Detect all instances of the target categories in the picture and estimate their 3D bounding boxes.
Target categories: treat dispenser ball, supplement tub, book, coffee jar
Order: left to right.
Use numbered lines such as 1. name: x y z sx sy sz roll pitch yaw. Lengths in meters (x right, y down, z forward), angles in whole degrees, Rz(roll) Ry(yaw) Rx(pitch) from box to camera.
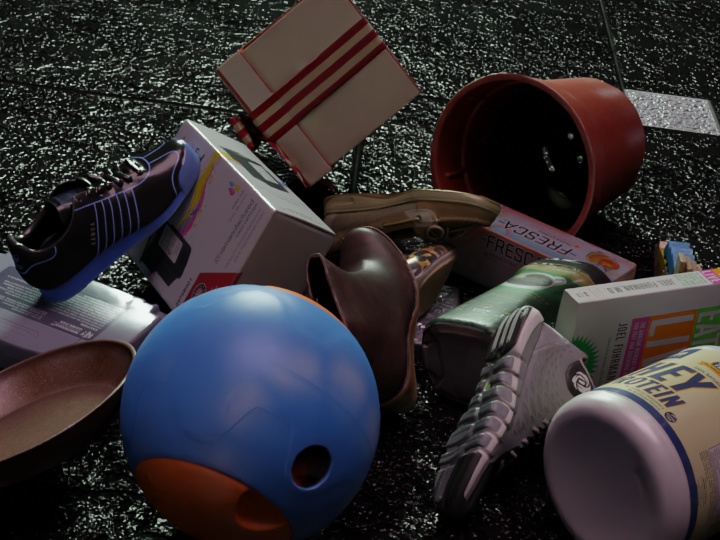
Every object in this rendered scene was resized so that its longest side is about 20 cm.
1. treat dispenser ball: -0.083 0.111 1.139 0.198 0.203 0.201 6 30 -3
2. coffee jar: 0.154 0.054 1.404 0.104 0.086 0.199 8 24 40
3. book: 0.263 0.067 1.367 0.198 0.135 0.048 -8 34 -24
4. supplement tub: 0.264 0.146 1.219 0.199 0.146 0.145 -17 38 -36

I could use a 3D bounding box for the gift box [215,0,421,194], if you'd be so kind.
1. gift box: -0.046 -0.193 1.643 0.201 0.186 0.185 53 6 -5

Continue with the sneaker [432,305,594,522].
1. sneaker: 0.144 0.138 1.250 0.115 0.075 0.201 32 66 -13

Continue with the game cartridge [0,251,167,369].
1. game cartridge: -0.292 0.046 1.371 0.198 0.041 0.133 19 28 19

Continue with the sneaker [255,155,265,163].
1. sneaker: -0.129 -0.080 1.584 0.111 0.078 0.200 -16 37 -33

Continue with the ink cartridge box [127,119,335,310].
1. ink cartridge box: -0.133 -0.030 1.413 0.082 0.147 0.200 21 15 -41

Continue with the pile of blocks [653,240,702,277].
1. pile of blocks: 0.345 0.018 1.523 0.061 0.083 0.201 7 29 -1

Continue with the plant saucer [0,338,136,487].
1. plant saucer: -0.264 0.120 1.187 0.199 0.037 0.201 -20 20 7

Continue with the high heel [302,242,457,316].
1. high heel: 0.000 0.000 1.478 0.142 0.072 0.200 29 44 21

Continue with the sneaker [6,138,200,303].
1. sneaker: -0.234 -0.061 1.366 0.200 0.078 0.070 -46 45 -14

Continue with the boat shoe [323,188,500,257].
1. boat shoe: 0.050 -0.046 1.526 0.199 0.064 0.073 0 -7 26

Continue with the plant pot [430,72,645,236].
1. plant pot: 0.212 -0.128 1.653 0.200 0.203 0.195 25 26 28

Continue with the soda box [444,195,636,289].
1. soda box: 0.181 -0.006 1.538 0.199 0.069 0.063 26 34 31

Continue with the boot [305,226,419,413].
1. boot: -0.002 0.018 1.315 0.072 0.166 0.202 -21 58 14
